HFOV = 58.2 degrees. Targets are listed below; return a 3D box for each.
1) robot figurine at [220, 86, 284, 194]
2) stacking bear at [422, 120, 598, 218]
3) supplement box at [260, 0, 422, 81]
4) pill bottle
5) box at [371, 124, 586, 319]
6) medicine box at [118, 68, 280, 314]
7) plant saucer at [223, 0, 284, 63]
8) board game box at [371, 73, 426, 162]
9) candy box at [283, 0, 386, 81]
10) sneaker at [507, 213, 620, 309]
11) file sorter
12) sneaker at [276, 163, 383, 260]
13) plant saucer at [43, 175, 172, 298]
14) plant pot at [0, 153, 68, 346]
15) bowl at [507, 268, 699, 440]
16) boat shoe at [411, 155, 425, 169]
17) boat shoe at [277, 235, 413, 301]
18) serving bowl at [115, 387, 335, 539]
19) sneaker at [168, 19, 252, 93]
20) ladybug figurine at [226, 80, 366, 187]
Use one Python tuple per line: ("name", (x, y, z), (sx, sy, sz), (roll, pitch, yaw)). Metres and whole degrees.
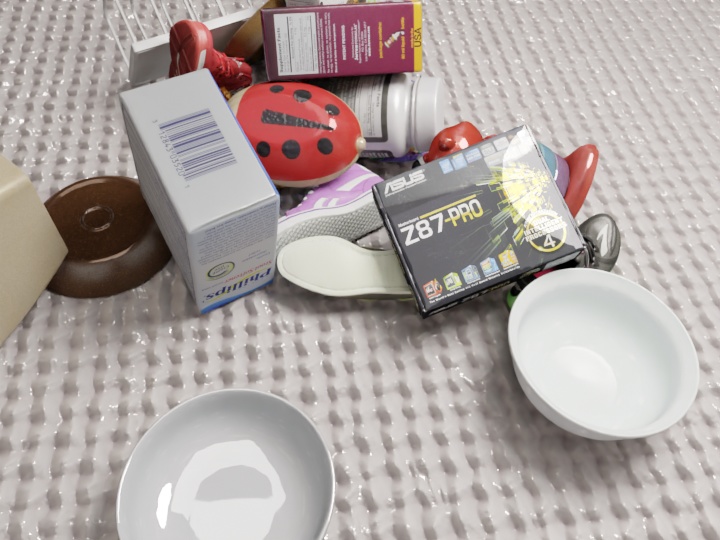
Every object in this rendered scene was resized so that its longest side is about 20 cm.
("robot figurine", (-0.173, -0.171, 0.907), (0.144, 0.059, 0.200), (-32, 60, -23))
("stacking bear", (0.182, -0.130, 0.836), (0.198, 0.121, 0.115), (17, 82, -11))
("supplement box", (-0.026, -0.300, 0.842), (0.197, 0.087, 0.111), (-5, 22, -4))
("pill bottle", (0.013, -0.214, 0.894), (0.197, 0.114, 0.115), (3, 51, 14))
("box", (0.132, -0.056, 0.743), (0.198, 0.049, 0.163), (-21, 74, -1))
("medicine box", (-0.178, -0.082, 0.731), (0.102, 0.200, 0.183), (-24, 70, -20))
("plant saucer", (-0.128, -0.386, 1.017), (0.036, 0.200, 0.200), (50, 59, -11))
("board game box", (0.044, -0.250, 0.991), (0.156, 0.039, 0.202), (0, 53, -4))
("candy box", (-0.032, -0.379, 0.971), (0.071, 0.202, 0.168), (20, 47, 28))
("sneaker", (0.264, -0.012, 0.799), (0.077, 0.084, 0.200), (39, 60, 23))
("file sorter", (-0.279, -0.391, 0.989), (0.199, 0.139, 0.126), (-27, 95, -21))
("sneaker", (-0.055, -0.083, 0.848), (0.199, 0.073, 0.114), (-23, 52, -31))
("plant saucer", (-0.332, -0.057, 0.826), (0.198, 0.037, 0.202), (2, 53, -3))
("plant pot", (-0.446, -0.038, 0.698), (0.199, 0.201, 0.177), (34, 59, 21))
("bowl", (0.250, 0.103, 0.707), (0.198, 0.091, 0.203), (1, 53, -2))
("boat shoe", (0.096, -0.079, 0.850), (0.060, 0.075, 0.201), (-39, 37, 17))
("boat shoe", (0.000, 0.003, 0.787), (0.199, 0.060, 0.073), (4, 75, 0))
("serving bowl", (-0.123, 0.217, 0.613), (0.197, 0.066, 0.202), (2, 52, -3))
("sneaker", (-0.210, -0.307, 0.932), (0.115, 0.200, 0.079), (-22, 93, -23))
("ladybug figurine", (-0.090, -0.178, 0.816), (0.197, 0.072, 0.137), (7, 82, 8))
